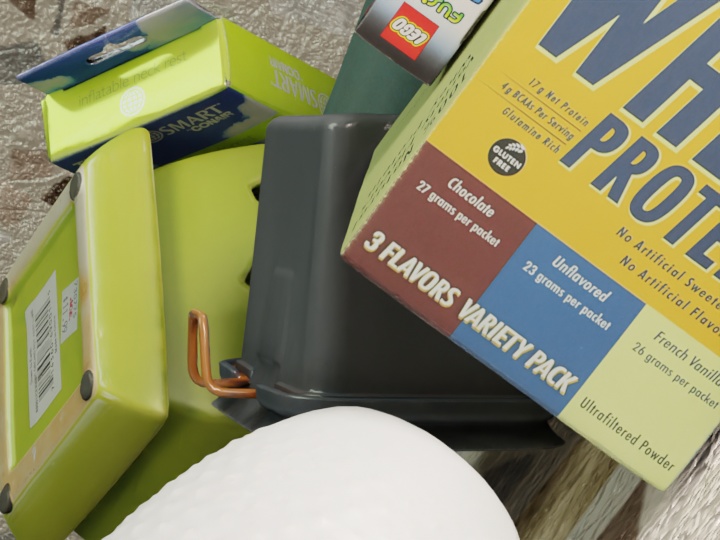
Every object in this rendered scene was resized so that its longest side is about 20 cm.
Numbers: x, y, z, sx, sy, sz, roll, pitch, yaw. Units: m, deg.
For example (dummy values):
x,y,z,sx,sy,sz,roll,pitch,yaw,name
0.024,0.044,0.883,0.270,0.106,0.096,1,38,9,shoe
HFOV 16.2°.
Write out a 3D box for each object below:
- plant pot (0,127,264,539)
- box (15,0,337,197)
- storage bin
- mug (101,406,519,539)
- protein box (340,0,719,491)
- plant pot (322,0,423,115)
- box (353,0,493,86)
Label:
x,y,z,sx,sy,sz,roll,pitch,yaw,name
-0.086,0.050,1.334,0.199,0.181,0.200,-47,41,48,plant pot
-0.075,-0.074,1.362,0.122,0.200,0.048,-21,64,28,box
0.000,0.000,1.088,0.200,0.145,0.135,-169,80,-78,storage bin
-0.011,0.135,0.807,0.200,0.148,0.175,-1,40,46,mug
0.108,-0.063,0.892,0.199,0.135,0.200,-53,4,12,protein box
0.077,-0.101,1.233,0.196,0.200,0.200,-60,0,38,plant pot
0.055,-0.143,0.969,0.110,0.035,0.200,-53,4,18,box
